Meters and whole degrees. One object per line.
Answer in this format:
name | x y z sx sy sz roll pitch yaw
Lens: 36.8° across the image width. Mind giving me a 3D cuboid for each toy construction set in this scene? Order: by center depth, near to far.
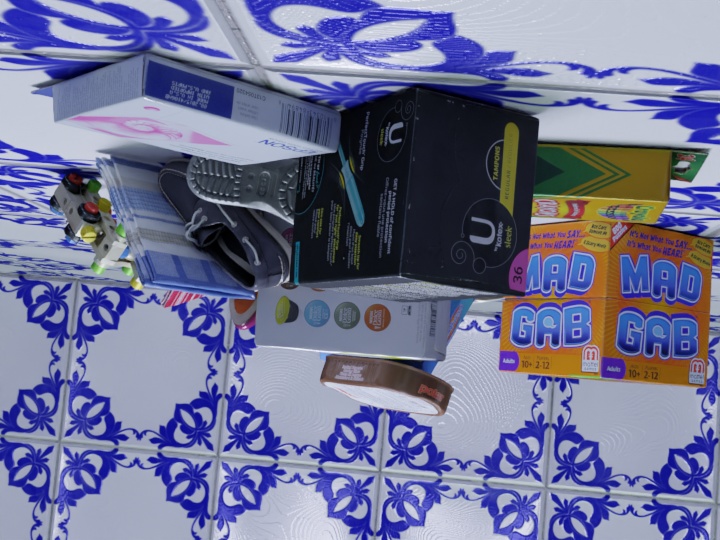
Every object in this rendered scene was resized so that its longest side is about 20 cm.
toy construction set | -0.326 -0.058 1.388 0.131 0.093 0.200 18 -168 -47

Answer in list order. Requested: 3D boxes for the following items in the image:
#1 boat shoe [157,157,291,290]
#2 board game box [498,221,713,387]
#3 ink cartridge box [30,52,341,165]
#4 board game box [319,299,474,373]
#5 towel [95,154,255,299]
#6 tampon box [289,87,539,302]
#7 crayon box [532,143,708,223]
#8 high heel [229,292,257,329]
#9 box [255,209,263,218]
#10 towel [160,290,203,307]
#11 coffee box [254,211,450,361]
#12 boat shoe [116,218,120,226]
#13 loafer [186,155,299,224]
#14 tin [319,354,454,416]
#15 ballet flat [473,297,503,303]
boat shoe | -0.157 -0.051 1.172 0.200 0.073 0.063 41 -140 17
board game box | 0.332 0.049 1.472 0.199 0.202 0.199 9 173 -33
ink cartridge box | -0.153 -0.128 0.931 0.195 0.044 0.199 9 172 -41
board game box | 0.054 0.059 1.452 0.151 0.045 0.200 12 -139 22
towel | -0.208 -0.048 1.209 0.146 0.201 0.024 9 130 -42
tampon box | 0.041 -0.055 0.930 0.125 0.151 0.200 9 174 -29
crayon box | 0.219 -0.081 1.024 0.198 0.051 0.127 3 174 11
high heel | -0.102 0.023 1.370 0.067 0.201 0.096 -7 129 29
box | -0.190 -0.082 1.433 0.136 0.040 0.200 2 174 16
towel | -0.168 -0.009 1.478 0.199 0.023 0.145 -19 164 -30
coffee box | 0.000 0.000 1.272 0.196 0.201 0.200 4 176 12
boat shoe | -0.296 -0.064 1.603 0.090 0.071 0.200 3 -179 3
loafer | -0.085 -0.094 1.142 0.199 0.076 0.070 16 -166 -17
tin | 0.028 0.142 1.341 0.112 0.042 0.199 33 160 -31
ballet flat | 0.152 0.014 1.575 0.198 0.064 0.076 5 178 2
